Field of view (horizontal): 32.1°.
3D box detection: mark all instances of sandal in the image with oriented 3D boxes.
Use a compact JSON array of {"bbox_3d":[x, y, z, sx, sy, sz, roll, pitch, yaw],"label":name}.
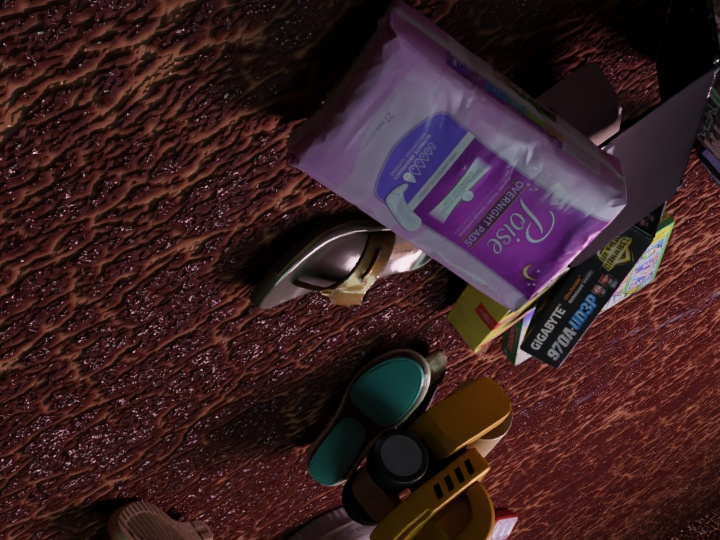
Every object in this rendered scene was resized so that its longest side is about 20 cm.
[{"bbox_3d":[0.000,0.000,1.008,0.199,0.055,0.082,-9,144,-46],"label":"sandal"}]

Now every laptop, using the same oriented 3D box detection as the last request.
[{"bbox_3d":[0.210,-0.130,0.968,0.102,0.201,0.178,-2,153,2],"label":"laptop"}]

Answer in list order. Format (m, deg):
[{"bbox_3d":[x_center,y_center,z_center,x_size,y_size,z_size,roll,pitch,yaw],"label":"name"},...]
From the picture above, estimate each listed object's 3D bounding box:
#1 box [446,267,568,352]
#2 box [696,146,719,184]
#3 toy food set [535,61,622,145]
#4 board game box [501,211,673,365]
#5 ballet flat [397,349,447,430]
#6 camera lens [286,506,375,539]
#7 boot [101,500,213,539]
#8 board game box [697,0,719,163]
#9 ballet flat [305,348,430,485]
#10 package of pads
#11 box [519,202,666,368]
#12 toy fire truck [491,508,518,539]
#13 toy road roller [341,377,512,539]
[{"bbox_3d":[0.137,0.018,1.167,0.075,0.050,0.200,-34,171,-15],"label":"box"},{"bbox_3d":[0.452,-0.138,1.343,0.159,0.046,0.200,-42,155,12],"label":"box"},{"bbox_3d":[0.139,-0.087,1.047,0.143,0.061,0.200,-35,164,-2],"label":"toy food set"},{"bbox_3d":[0.247,0.018,1.376,0.199,0.029,0.135,-30,156,-13],"label":"board game box"},{"bbox_3d":[0.060,0.149,1.348,0.066,0.057,0.201,-23,152,-28],"label":"ballet flat"},{"bbox_3d":[-0.008,0.418,1.566,0.159,0.200,0.160,-29,154,-15],"label":"camera lens"},{"bbox_3d":[-0.239,0.303,1.214,0.166,0.072,0.200,-40,159,4],"label":"boot"},{"bbox_3d":[0.382,-0.205,1.090,0.159,0.097,0.200,-27,154,-19],"label":"board game box"},{"bbox_3d":[0.011,0.141,1.279,0.069,0.070,0.200,-3,141,-50],"label":"ballet flat"},{"bbox_3d":[0.063,-0.071,0.821,0.121,0.199,0.076,-48,-163,29],"label":"package of pads"},{"bbox_3d":[0.227,-0.024,1.178,0.159,0.046,0.200,-61,178,-43],"label":"box"},{"bbox_3d":[0.180,0.464,2.031,0.200,0.112,0.169,18,99,-61],"label":"toy fire truck"},{"bbox_3d":[0.090,0.218,1.264,0.199,0.146,0.123,-30,162,-33],"label":"toy road roller"}]
